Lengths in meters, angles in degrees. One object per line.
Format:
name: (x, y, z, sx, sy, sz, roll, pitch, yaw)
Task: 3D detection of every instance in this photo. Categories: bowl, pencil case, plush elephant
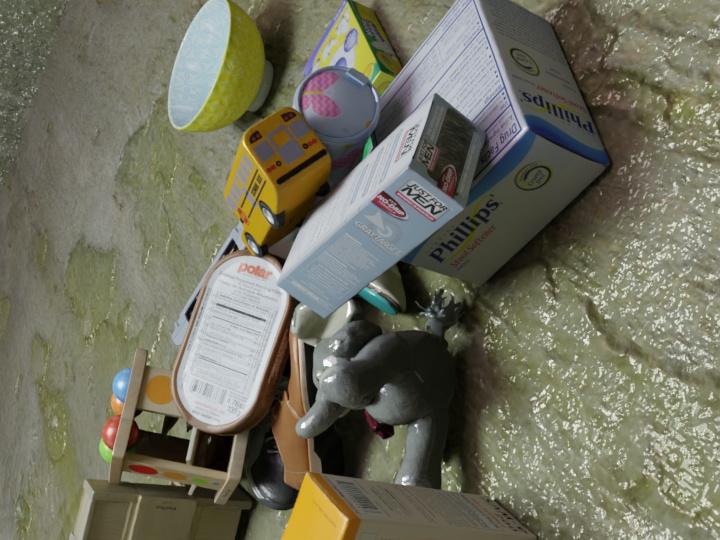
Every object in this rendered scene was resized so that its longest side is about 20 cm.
bowl: (-0.194, -0.288, 1.477, 0.200, 0.107, 0.202, -30, 53, 48)
pencil case: (-0.033, -0.123, 1.009, 0.091, 0.083, 0.200, -40, -9, -18)
plush elephant: (0.002, 0.106, 0.948, 0.154, 0.165, 0.201, -15, 34, 40)

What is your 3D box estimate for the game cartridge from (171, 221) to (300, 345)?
game cartridge: (-0.129, 0.018, 1.209, 0.200, 0.133, 0.042, -55, 48, 27)

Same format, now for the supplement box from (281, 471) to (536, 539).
supplement box: (0.029, 0.241, 0.796, 0.073, 0.199, 0.127, 33, 103, 54)

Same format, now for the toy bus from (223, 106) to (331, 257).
toy bus: (-0.084, -0.078, 0.966, 0.078, 0.065, 0.200, 53, 161, 3)

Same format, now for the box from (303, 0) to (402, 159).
box: (-0.006, -0.227, 1.212, 0.118, 0.048, 0.201, -55, 38, 29)

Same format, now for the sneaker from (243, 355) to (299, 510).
sneaker: (-0.090, 0.154, 1.113, 0.116, 0.074, 0.201, 109, 159, -54)

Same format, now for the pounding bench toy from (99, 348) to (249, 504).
pounding bench toy: (-0.219, 0.192, 1.164, 0.200, 0.155, 0.125, 121, 159, -61)

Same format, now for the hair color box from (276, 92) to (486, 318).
hair color box: (0.015, -0.051, 0.859, 0.200, 0.060, 0.099, -40, 22, 44)

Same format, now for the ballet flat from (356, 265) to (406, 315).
ballet flat: (0.000, 0.000, 1.090, 0.200, 0.069, 0.070, 13, 87, 60)

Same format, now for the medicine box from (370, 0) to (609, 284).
medicine box: (0.108, -0.124, 0.930, 0.182, 0.102, 0.201, -47, 41, 37)

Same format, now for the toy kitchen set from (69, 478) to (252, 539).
toy kitchen set: (-0.272, 0.324, 1.236, 0.180, 0.199, 0.164, 22, 98, 59)

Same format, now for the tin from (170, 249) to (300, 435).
tin: (-0.130, 0.075, 1.057, 0.111, 0.042, 0.201, 17, 86, 14)

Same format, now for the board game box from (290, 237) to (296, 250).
board game box: (-0.015, -0.050, 1.090, 0.200, 0.030, 0.096, -41, 21, 24)

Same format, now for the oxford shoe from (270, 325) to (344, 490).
oxford shoe: (-0.064, 0.140, 1.042, 0.071, 0.071, 0.202, 4, 103, 26)
